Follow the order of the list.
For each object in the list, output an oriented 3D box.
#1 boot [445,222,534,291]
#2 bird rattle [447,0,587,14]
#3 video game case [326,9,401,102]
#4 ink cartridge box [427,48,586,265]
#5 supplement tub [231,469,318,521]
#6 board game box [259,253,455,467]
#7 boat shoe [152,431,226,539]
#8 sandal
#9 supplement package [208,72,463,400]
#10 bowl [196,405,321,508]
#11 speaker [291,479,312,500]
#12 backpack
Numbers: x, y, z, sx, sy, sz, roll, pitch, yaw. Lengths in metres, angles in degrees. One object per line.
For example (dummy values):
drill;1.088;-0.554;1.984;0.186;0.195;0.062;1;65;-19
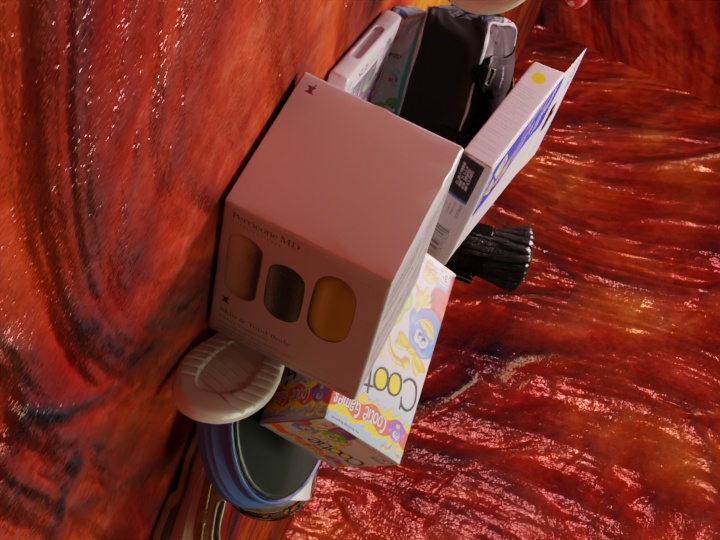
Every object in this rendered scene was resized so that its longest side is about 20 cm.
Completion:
boot;0.112;-0.025;1.667;0.211;0.155;0.081;-151;-111;-82
bird rattle;0.141;-0.326;1.389;0.163;0.200;0.113;-41;-174;28
video game case;-0.022;-0.141;1.414;0.182;0.023;0.202;-57;170;-56
ink cartridge box;0.149;-0.127;1.508;0.201;0.047;0.198;-53;171;-30
supplement tub;-0.109;0.226;1.652;0.200;0.121;0.124;93;23;-75
board game box;0.000;0.074;1.355;0.102;0.104;0.202;-11;-126;49
boat shoe;-0.149;0.208;1.466;0.075;0.068;0.202;-49;162;-72
sandal;-0.106;0.089;1.258;0.203;0.082;0.050;-51;166;-58
supplement package;-0.026;-0.025;1.198;0.152;0.150;0.201;-61;173;-33
bowl;-0.086;0.132;1.382;0.200;0.039;0.204;-12;104;-59
speaker;-0.078;0.142;1.508;0.081;0.080;0.203;19;79;-85
backpack;0.095;-0.205;1.547;0.200;0.149;0.180;-26;134;-64
